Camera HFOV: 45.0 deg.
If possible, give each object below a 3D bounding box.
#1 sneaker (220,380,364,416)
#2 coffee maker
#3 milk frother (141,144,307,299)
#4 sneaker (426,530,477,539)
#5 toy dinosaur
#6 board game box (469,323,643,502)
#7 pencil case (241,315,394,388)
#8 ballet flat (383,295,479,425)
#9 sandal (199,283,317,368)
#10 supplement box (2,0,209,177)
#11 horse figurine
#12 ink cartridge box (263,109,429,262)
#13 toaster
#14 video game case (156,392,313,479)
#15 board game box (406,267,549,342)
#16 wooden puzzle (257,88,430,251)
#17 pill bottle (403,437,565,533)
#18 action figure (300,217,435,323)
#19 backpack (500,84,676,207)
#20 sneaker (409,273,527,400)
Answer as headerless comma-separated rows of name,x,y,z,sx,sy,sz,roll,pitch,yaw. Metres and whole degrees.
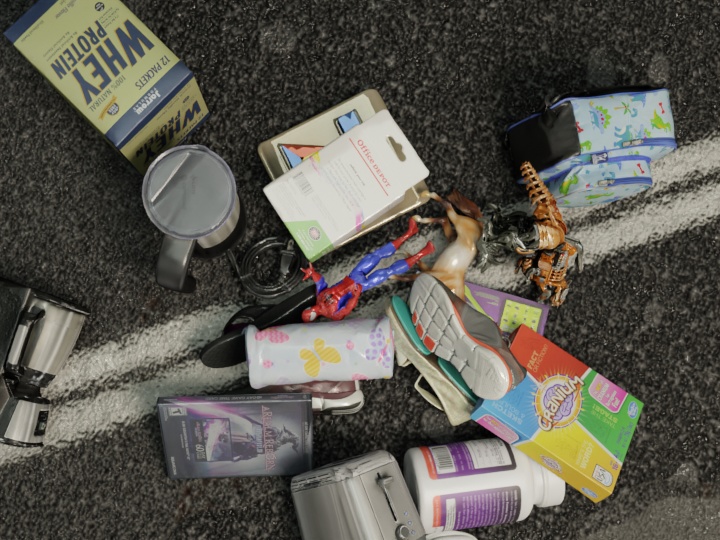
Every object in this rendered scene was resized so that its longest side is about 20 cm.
sneaker,-0.096,0.141,1.195,0.198,0.076,0.117,-1,72,-7
coffee maker,-0.478,0.115,1.153,0.191,0.135,0.202,16,81,22
milk frother,-0.171,-0.055,1.147,0.198,0.188,0.182,-2,84,-3
sneaker,0.072,0.412,1.145,0.199,0.100,0.075,-21,115,-1
toy dinosaur,0.236,-0.048,1.186,0.135,0.102,0.202,1,97,25
board game box,0.263,0.186,1.155,0.199,0.040,0.153,33,55,2
pencil case,-0.053,0.105,1.129,0.198,0.091,0.084,-4,95,0
ballet flat,0.084,0.127,1.179,0.062,0.067,0.200,-42,83,22
sandal,-0.134,0.072,1.202,0.199,0.076,0.048,-28,58,-14
supplement box,-0.326,-0.256,1.156,0.200,0.200,0.134,44,84,1
horse figurine,0.116,-0.027,1.210,0.132,0.050,0.201,27,74,10
ink cartridge box,-0.018,-0.114,1.181,0.199,0.067,0.118,-34,86,-2
toaster,-0.013,0.314,1.130,0.113,0.200,0.130,-10,78,-38
video game case,-0.162,0.221,1.155,0.198,0.019,0.144,-1,126,-3
board game box,0.157,0.081,1.229,0.198,0.032,0.121,16,78,0
wooden puzzle,-0.023,-0.143,1.237,0.199,0.046,0.186,-27,85,-6
pill bottle,0.164,0.283,1.161,0.198,0.111,0.112,-5,83,-9
action figure,0.000,0.000,1.142,0.199,0.099,0.065,-37,69,-4
backpack,0.325,-0.166,1.194,0.198,0.183,0.148,-12,87,-14
sneaker,0.141,0.084,1.139,0.081,0.077,0.200,-10,54,-42
